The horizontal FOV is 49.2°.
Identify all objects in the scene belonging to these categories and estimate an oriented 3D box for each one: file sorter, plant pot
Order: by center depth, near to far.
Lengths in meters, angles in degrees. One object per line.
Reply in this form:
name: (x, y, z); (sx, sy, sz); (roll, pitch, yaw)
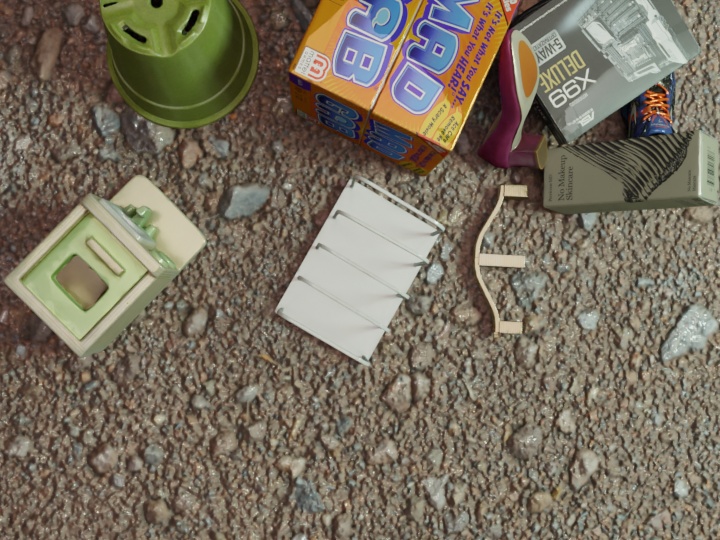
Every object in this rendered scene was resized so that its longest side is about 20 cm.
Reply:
plant pot: (-0.228, -0.289, 0.938); (0.198, 0.190, 0.202); (0, 88, -3)
file sorter: (0.000, 0.000, 0.976); (0.138, 0.125, 0.201); (30, 86, -3)

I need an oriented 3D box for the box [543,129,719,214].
box: (0.329, -0.117, 0.968); (0.068, 0.199, 0.083); (6, 84, -48)

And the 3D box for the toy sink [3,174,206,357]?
toy sink: (-0.305, -0.013, 0.964); (0.200, 0.112, 0.130); (-45, 92, -4)

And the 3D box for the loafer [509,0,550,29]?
loafer: (0.292, -0.343, 1.030); (0.199, 0.070, 0.069); (-20, 90, -4)

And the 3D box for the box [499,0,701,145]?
box: (0.292, -0.277, 0.977); (0.199, 0.050, 0.158); (-33, 95, 4)

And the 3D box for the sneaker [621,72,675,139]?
sneaker: (0.383, -0.189, 1.027); (0.075, 0.078, 0.202); (5, 88, -4)

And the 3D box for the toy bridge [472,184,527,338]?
toy bridge: (0.182, -0.012, 1.035); (0.067, 0.027, 0.202); (3, 88, -1)

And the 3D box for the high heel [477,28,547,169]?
high heel: (0.170, -0.206, 0.963); (0.095, 0.200, 0.068); (13, 60, 32)

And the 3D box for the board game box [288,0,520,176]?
board game box: (0.045, -0.258, 0.948); (0.199, 0.200, 0.201); (25, 87, -2)

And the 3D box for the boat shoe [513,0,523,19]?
boat shoe: (0.125, -0.394, 1.026); (0.200, 0.075, 0.069); (40, 81, -9)
